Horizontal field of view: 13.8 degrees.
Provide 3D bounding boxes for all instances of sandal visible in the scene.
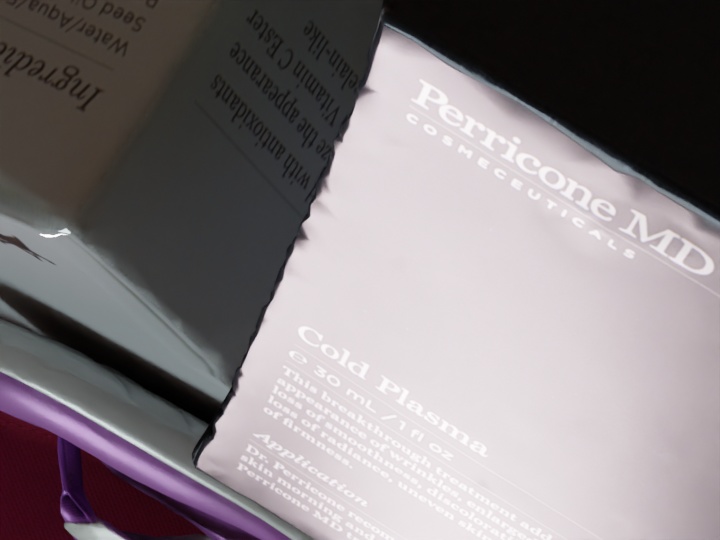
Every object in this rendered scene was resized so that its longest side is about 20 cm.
[{"bbox_3d":[-0.025,0.077,0.726,0.203,0.050,0.082,37,166,-30],"label":"sandal"}]

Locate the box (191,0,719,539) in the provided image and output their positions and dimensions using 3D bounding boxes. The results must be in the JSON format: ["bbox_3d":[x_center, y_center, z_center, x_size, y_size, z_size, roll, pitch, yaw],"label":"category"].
[{"bbox_3d":[0.091,0.013,0.530,0.200,0.104,0.182,31,153,2],"label":"box"}]

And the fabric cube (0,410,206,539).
[{"bbox_3d":[-0.108,0.142,0.847,0.200,0.197,0.199,22,169,-38],"label":"fabric cube"}]

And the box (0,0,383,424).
[{"bbox_3d":[-0.065,-0.054,0.730,0.200,0.131,0.199,26,168,31],"label":"box"}]
